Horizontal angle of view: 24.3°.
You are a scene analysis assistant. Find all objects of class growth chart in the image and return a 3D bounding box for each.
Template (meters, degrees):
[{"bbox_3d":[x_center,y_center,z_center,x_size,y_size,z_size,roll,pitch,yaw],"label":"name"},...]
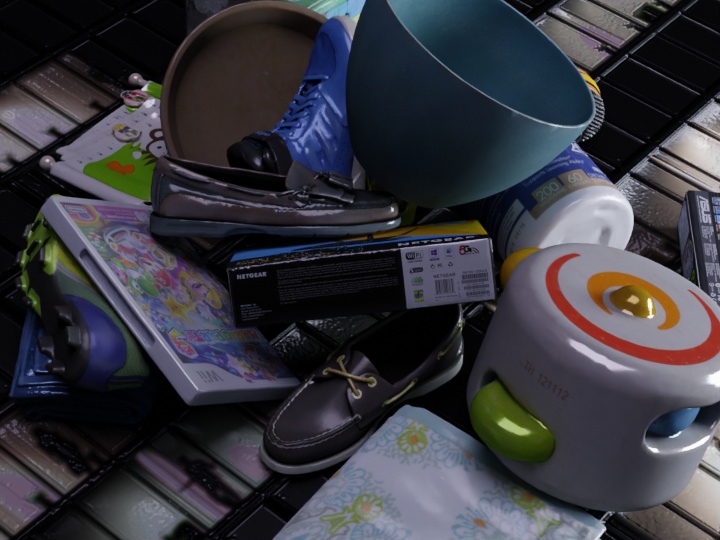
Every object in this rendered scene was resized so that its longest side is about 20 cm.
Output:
[{"bbox_3d":[-0.186,-0.109,1.475,0.144,0.018,0.200,19,36,14],"label":"growth chart"}]

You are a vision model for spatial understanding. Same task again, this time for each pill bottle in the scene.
[{"bbox_3d":[0.135,-0.080,1.423,0.110,0.111,0.200,-18,49,-22],"label":"pill bottle"}]

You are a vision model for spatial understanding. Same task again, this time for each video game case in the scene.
[{"bbox_3d":[-0.143,0.022,1.276,0.200,0.018,0.143,50,20,21],"label":"video game case"}]

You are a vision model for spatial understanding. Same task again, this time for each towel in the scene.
[{"bbox_3d":[-0.208,0.033,1.323,0.111,0.049,0.201,3,44,-3],"label":"towel"},{"bbox_3d":[0.058,0.197,1.180,0.199,0.048,0.171,30,49,24],"label":"towel"}]

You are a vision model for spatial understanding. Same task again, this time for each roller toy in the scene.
[{"bbox_3d":[0.181,0.070,1.229,0.181,0.140,0.200,18,31,-2],"label":"roller toy"}]

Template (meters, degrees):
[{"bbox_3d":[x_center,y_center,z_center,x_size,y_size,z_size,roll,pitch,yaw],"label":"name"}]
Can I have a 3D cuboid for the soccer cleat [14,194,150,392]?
[{"bbox_3d":[-0.210,0.019,1.274,0.083,0.065,0.201,16,32,-33],"label":"soccer cleat"}]

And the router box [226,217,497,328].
[{"bbox_3d":[0.000,0.000,1.301,0.199,0.051,0.149,-6,8,0],"label":"router box"}]

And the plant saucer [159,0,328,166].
[{"bbox_3d":[-0.077,-0.132,1.443,0.199,0.029,0.202,2,85,-17],"label":"plant saucer"}]

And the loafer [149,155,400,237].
[{"bbox_3d":[-0.067,-0.060,1.312,0.199,0.063,0.072,-1,11,-3],"label":"loafer"}]

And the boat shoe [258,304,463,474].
[{"bbox_3d":[0.002,0.083,1.282,0.201,0.061,0.072,-33,56,-32],"label":"boat shoe"}]

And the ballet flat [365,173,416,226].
[{"bbox_3d":[0.030,-0.130,1.425,0.066,0.067,0.201,3,83,-3],"label":"ballet flat"}]

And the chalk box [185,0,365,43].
[{"bbox_3d":[-0.053,-0.238,1.559,0.200,0.125,0.124,35,52,26],"label":"chalk box"}]

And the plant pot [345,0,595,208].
[{"bbox_3d":[0.065,-0.130,1.317,0.199,0.135,0.201,27,30,-17],"label":"plant pot"}]

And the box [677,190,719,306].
[{"bbox_3d":[0.354,0.020,1.389,0.159,0.044,0.201,4,45,-1],"label":"box"}]

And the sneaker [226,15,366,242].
[{"bbox_3d":[-0.053,-0.118,1.394,0.111,0.201,0.077,4,0,-27],"label":"sneaker"}]

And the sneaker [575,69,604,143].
[{"bbox_3d":[0.124,-0.164,1.549,0.199,0.070,0.090,5,29,0],"label":"sneaker"}]
